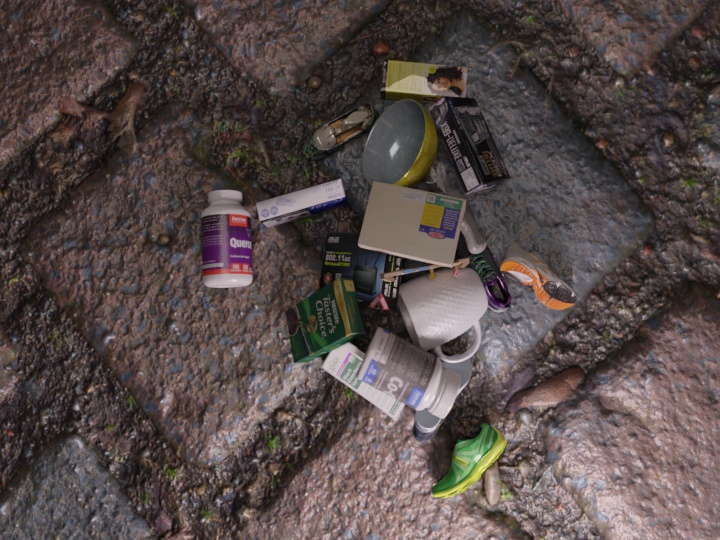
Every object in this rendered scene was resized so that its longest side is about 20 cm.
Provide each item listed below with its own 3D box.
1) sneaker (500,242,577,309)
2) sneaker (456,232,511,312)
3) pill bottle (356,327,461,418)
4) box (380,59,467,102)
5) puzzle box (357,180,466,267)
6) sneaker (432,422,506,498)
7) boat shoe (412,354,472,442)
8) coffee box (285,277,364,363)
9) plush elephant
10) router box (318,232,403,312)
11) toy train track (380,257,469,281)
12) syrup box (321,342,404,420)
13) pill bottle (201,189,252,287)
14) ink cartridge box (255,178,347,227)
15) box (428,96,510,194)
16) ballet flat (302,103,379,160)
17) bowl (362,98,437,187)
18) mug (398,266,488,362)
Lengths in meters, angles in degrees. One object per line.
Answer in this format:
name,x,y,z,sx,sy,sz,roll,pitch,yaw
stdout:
sneaker,0.397,0.005,1.375,0.197,0.076,0.094,32,47,-13
sneaker,0.274,-0.005,1.370,0.073,0.088,0.203,-33,85,-1
pill bottle,0.099,0.210,1.272,0.195,0.114,0.117,27,87,3
box,0.144,-0.427,1.428,0.192,0.050,0.078,4,86,3
puzzle box,0.102,-0.092,1.239,0.193,0.025,0.137,13,79,14
sneaker,0.227,0.413,1.358,0.200,0.074,0.084,-44,60,1
boat shoe,0.172,0.276,1.366,0.070,0.092,0.201,32,59,16
coffee box,-0.080,0.108,1.329,0.198,0.043,0.127,-29,66,40
plush elephant,0.151,-0.117,1.344,0.160,0.154,0.207,-18,97,-23
router box,0.000,0.000,1.338,0.196,0.061,0.156,3,83,45
toy train track,0.133,0.006,1.265,0.194,0.114,0.034,-10,94,-21
syrup box,0.015,0.231,1.365,0.197,0.081,0.080,34,85,3
pill bottle,-0.295,-0.068,1.385,0.108,0.112,0.208,-3,86,2
ink cartridge box,-0.127,-0.148,1.394,0.193,0.094,0.046,-16,85,1
box,0.239,-0.273,1.362,0.049,0.156,0.205,-27,84,37
ballet flat,-0.048,-0.320,1.418,0.196,0.074,0.076,-31,85,0
bowl,0.105,-0.257,1.376,0.106,0.197,0.207,20,86,-38
mug,0.186,0.097,1.342,0.170,0.148,0.206,-22,95,-4
